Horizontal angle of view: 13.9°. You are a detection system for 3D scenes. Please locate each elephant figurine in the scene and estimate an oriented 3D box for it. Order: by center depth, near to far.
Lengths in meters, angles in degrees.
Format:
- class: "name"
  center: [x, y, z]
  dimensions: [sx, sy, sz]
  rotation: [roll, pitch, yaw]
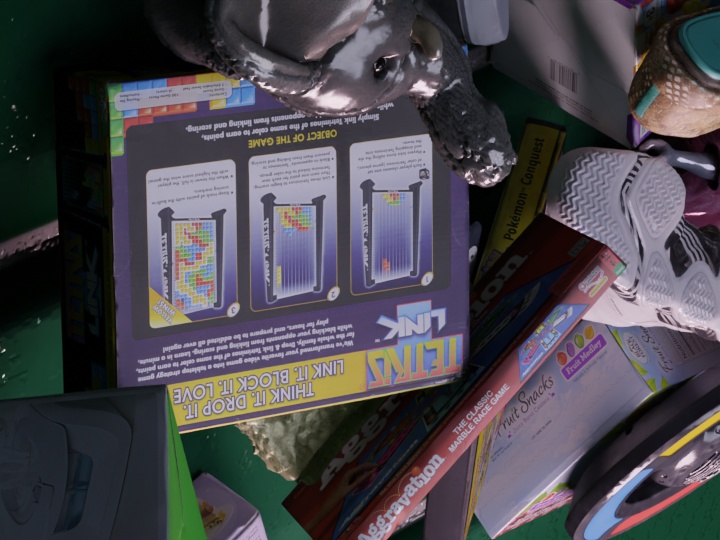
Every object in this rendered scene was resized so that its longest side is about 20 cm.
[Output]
- class: "elephant figurine"
  center: [-0.028, -0.126, 1.263]
  dimensions: [0.141, 0.154, 0.202]
  rotation: [-24, 111, -69]

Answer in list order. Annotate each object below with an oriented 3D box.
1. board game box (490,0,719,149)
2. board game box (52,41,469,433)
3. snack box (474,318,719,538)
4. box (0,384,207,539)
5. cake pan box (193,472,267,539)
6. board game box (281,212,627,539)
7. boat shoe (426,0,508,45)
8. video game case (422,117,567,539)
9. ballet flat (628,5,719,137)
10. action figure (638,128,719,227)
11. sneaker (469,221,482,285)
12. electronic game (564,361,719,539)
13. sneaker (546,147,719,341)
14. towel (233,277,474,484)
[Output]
- class: "board game box"
  center: [0.173, -0.177, 1.589]
  dimensions: [0.200, 0.105, 0.103]
  rotation: [-39, 146, -29]
- class: "board game box"
  center: [-0.043, -0.019, 1.368]
  dimensions: [0.199, 0.057, 0.167]
  rotation: [-8, 105, -33]
- class: "snack box"
  center: [0.169, 0.071, 1.799]
  dimensions: [0.199, 0.068, 0.169]
  rotation: [-19, 159, -49]
- class: "box"
  center: [-0.157, 0.147, 1.327]
  dimensions: [0.175, 0.097, 0.201]
  rotation: [-5, 144, 2]
- class: "cake pan box"
  center: [-0.120, 0.235, 1.607]
  dimensions: [0.200, 0.052, 0.185]
  rotation: [-45, 146, -21]
- class: "board game box"
  center: [0.044, 0.058, 1.454]
  dimensions: [0.019, 0.103, 0.200]
  rotation: [42, 87, -17]
- class: "boat shoe"
  center: [0.031, -0.187, 1.404]
  dimensions: [0.069, 0.056, 0.201]
  rotation: [-81, 164, -47]
- class: "video game case"
  center: [0.072, 0.044, 1.622]
  dimensions: [0.200, 0.025, 0.182]
  rotation: [94, 13, -59]
- class: "ballet flat"
  center: [0.205, -0.111, 1.548]
  dimensions: [0.199, 0.071, 0.065]
  rotation: [-13, 154, -46]
- class: "action figure"
  center: [0.216, -0.068, 1.699]
  dimensions: [0.200, 0.148, 0.135]
  rotation: [131, -21, -56]
- class: "sneaker"
  center: [0.000, 0.000, 1.538]
  dimensions: [0.199, 0.079, 0.130]
  rotation: [17, 95, -50]
- class: "electronic game"
  center: [0.206, 0.101, 1.761]
  dimensions: [0.199, 0.042, 0.200]
  rotation: [-33, 164, -11]
- class: "sneaker"
  center: [0.133, -0.013, 1.604]
  dimensions: [0.200, 0.114, 0.076]
  rotation: [29, 73, -48]
- class: "towel"
  center: [-0.040, -0.006, 1.428]
  dimensions: [0.149, 0.036, 0.200]
  rotation: [-48, 121, -18]
